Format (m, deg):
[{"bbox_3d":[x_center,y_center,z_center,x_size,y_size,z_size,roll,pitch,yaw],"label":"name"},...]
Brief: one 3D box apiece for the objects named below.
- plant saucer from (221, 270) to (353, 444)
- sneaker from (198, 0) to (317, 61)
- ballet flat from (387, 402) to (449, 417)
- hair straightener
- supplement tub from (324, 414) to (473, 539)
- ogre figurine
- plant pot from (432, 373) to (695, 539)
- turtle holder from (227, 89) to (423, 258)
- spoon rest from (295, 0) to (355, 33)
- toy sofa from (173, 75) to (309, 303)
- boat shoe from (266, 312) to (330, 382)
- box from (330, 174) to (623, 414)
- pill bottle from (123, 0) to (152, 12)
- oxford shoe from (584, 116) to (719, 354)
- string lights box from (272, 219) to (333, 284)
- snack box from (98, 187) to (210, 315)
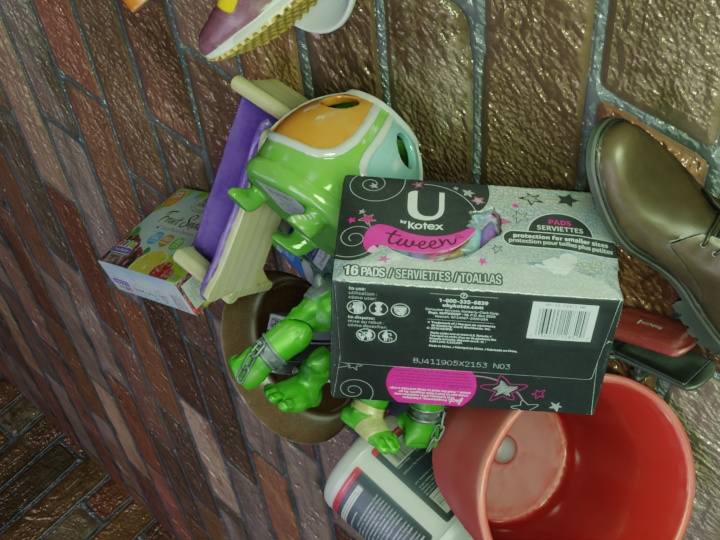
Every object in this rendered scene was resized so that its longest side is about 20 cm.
[{"bbox_3d":[-0.065,0.087,1.305,0.034,0.200,0.201,-29,104,36],"label":"plant saucer"},{"bbox_3d":[-0.059,-0.234,0.854,0.200,0.075,0.090,-36,92,29],"label":"sneaker"},{"bbox_3d":[0.088,0.118,1.213,0.199,0.073,0.073,1,129,51],"label":"ballet flat"},{"bbox_3d":[0.202,0.064,0.967,0.200,0.041,0.077,13,138,53],"label":"hair straightener"},{"bbox_3d":[0.069,0.278,1.398,0.200,0.140,0.141,41,155,17],"label":"supplement tub"},{"bbox_3d":[-0.002,0.077,1.038,0.199,0.120,0.098,26,-167,0],"label":"ogre figurine"},{"bbox_3d":[0.159,0.174,1.048,0.201,0.200,0.177,54,167,-14],"label":"plant pot"},{"bbox_3d":[-0.003,-0.064,1.005,0.185,0.132,0.141,38,169,-21],"label":"turtle holder"},{"bbox_3d":[-0.079,-0.258,0.925,0.200,0.061,0.100,41,142,20],"label":"spoon rest"},{"bbox_3d":[-0.111,-0.074,1.111,0.083,0.097,0.201,36,119,26],"label":"toy sofa"},{"bbox_3d":[-0.033,0.085,1.246,0.073,0.069,0.199,14,-177,25],"label":"boat shoe"},{"bbox_3d":[0.080,0.016,0.882,0.199,0.115,0.133,3,135,1],"label":"box"},{"bbox_3d":[-0.229,-0.324,1.033,0.200,0.106,0.106,53,156,-12],"label":"pill bottle"},{"bbox_3d":[0.221,-0.027,0.771,0.200,0.073,0.084,44,156,-21],"label":"oxford shoe"},{"bbox_3d":[0.000,0.000,1.193,0.200,0.059,0.103,45,156,6],"label":"string lights box"},{"bbox_3d":[-0.199,-0.027,1.388,0.199,0.142,0.053,13,140,52],"label":"snack box"}]
